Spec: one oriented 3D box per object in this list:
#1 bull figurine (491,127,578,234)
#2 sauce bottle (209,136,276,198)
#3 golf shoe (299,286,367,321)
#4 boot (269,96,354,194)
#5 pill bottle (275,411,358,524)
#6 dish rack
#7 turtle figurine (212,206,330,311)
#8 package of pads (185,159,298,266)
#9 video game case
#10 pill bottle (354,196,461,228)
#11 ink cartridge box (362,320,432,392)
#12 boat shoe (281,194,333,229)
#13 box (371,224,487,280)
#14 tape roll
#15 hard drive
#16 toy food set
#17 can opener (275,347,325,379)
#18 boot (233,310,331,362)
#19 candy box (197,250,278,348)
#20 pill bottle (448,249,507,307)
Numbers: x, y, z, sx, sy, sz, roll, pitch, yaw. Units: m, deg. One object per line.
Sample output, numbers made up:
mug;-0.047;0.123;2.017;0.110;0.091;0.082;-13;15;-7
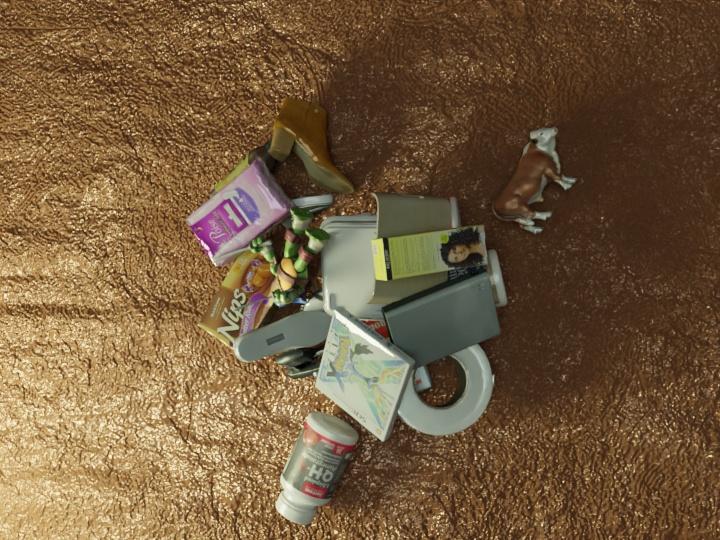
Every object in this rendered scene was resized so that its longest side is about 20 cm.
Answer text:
bull figurine;0.335;-0.170;1.437;0.121;0.065;0.200;35;97;12
sauce bottle;-0.220;-0.203;1.544;0.200;0.065;0.065;-43;83;6
golf shoe;-0.023;0.064;1.493;0.199;0.078;0.095;-23;75;12
boot;-0.081;-0.253;1.512;0.201;0.071;0.144;28;62;-22
pill bottle;-0.091;0.391;1.495;0.110;0.111;0.201;25;95;10
dish rack;0.000;0.000;1.414;0.171;0.044;0.201;1;101;18
turtle figurine;-0.155;-0.015;1.394;0.200;0.144;0.194;24;116;-15
package of pads;-0.233;-0.112;1.480;0.200;0.076;0.121;-36;86;15
video game case;0.003;0.192;1.398;0.182;0.022;0.200;34;128;26
pill bottle;0.093;-0.073;1.459;0.199;0.114;0.114;-7;89;11
ink cartridge box;0.036;0.163;1.503;0.162;0.050;0.201;-21;89;9
boat shoe;-0.146;-0.107;1.529;0.199;0.070;0.066;-12;95;11
box;0.122;-0.033;1.316;0.199;0.050;0.076;-10;96;-20
tape roll;0.146;0.208;1.432;0.202;0.071;0.203;1;82;-5
hard drive;0.146;0.091;1.360;0.199;0.033;0.140;-21;121;-7
toy food set;0.083;-0.038;1.359;0.143;0.060;0.201;2;91;-21
can opener;-0.069;0.174;1.494;0.199;0.079;0.064;-14;84;25
boot;-0.156;0.124;1.492;0.199;0.096;0.074;-15;96;-15
candy box;-0.230;0.058;1.549;0.117;0.056;0.200;33;94;9
pill bottle;0.173;0.033;1.445;0.199;0.111;0.111;-13;88;10
